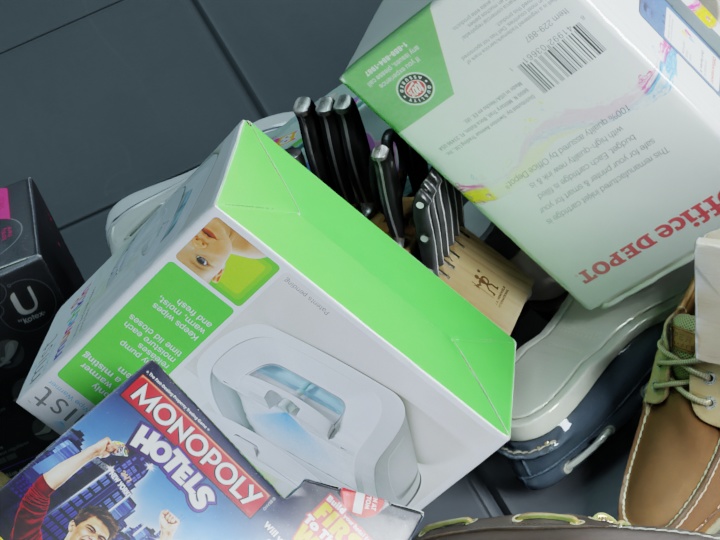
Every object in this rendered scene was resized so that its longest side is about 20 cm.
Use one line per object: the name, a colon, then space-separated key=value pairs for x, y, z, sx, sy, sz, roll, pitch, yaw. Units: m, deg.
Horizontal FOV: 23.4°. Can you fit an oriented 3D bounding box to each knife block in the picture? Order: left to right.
knife block: x=0.000 y=0.000 z=1.006 sx=0.200 sy=0.176 sz=0.064 roll=-50 pitch=6 yaw=42

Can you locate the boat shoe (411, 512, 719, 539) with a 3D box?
boat shoe: x=0.104 y=0.150 z=0.866 sx=0.200 sy=0.072 sz=0.060 roll=-12 pitch=34 yaw=30

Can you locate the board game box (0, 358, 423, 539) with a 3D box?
board game box: x=-0.075 y=0.154 z=0.855 sx=0.200 sy=0.200 sz=0.062 roll=-41 pitch=-4 yaw=-31

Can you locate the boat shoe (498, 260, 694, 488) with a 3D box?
boat shoe: x=0.152 y=0.045 z=0.995 sx=0.075 sy=0.062 sz=0.200 roll=15 pitch=50 yaw=45

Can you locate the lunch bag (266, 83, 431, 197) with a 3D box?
lunch bag: x=-0.008 y=-0.077 z=1.158 sx=0.160 sy=0.077 sz=0.200 roll=-32 pitch=12 yaw=10

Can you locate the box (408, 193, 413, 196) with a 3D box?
box: x=0.086 y=-0.043 z=1.215 sx=0.200 sy=0.050 sz=0.075 roll=0 pitch=37 yaw=33

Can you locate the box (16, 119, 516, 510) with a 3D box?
box: x=-0.048 y=0.053 z=0.935 sx=0.176 sy=0.200 sz=0.097 roll=-42 pitch=19 yaw=27

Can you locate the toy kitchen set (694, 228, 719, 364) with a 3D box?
toy kitchen set: x=0.268 y=-0.015 z=0.860 sx=0.163 sy=0.200 sz=0.180 roll=9 pitch=40 yaw=23

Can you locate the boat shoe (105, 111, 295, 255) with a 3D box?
boat shoe: x=-0.103 y=-0.052 z=1.351 sx=0.200 sy=0.074 sz=0.065 roll=-31 pitch=34 yaw=6

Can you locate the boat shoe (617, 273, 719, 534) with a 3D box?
boat shoe: x=0.184 y=0.048 z=0.917 sx=0.076 sy=0.074 sz=0.200 roll=11 pitch=68 yaw=44

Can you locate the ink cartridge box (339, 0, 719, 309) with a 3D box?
ink cartridge box: x=0.115 y=-0.092 z=0.923 sx=0.145 sy=0.200 sz=0.088 roll=-34 pitch=21 yaw=40

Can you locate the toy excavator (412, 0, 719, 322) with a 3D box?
toy excavator: x=0.133 y=-0.073 z=1.076 sx=0.194 sy=0.100 sz=0.200 roll=-1 pitch=60 yaw=55

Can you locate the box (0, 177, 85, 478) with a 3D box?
box: x=-0.206 y=0.065 z=1.081 sx=0.106 sy=0.200 sz=0.122 roll=-24 pitch=30 yaw=-2

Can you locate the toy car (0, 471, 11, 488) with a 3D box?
toy car: x=-0.183 y=0.149 z=0.927 sx=0.158 sy=0.200 sz=0.164 roll=-23 pitch=29 yaw=-1
